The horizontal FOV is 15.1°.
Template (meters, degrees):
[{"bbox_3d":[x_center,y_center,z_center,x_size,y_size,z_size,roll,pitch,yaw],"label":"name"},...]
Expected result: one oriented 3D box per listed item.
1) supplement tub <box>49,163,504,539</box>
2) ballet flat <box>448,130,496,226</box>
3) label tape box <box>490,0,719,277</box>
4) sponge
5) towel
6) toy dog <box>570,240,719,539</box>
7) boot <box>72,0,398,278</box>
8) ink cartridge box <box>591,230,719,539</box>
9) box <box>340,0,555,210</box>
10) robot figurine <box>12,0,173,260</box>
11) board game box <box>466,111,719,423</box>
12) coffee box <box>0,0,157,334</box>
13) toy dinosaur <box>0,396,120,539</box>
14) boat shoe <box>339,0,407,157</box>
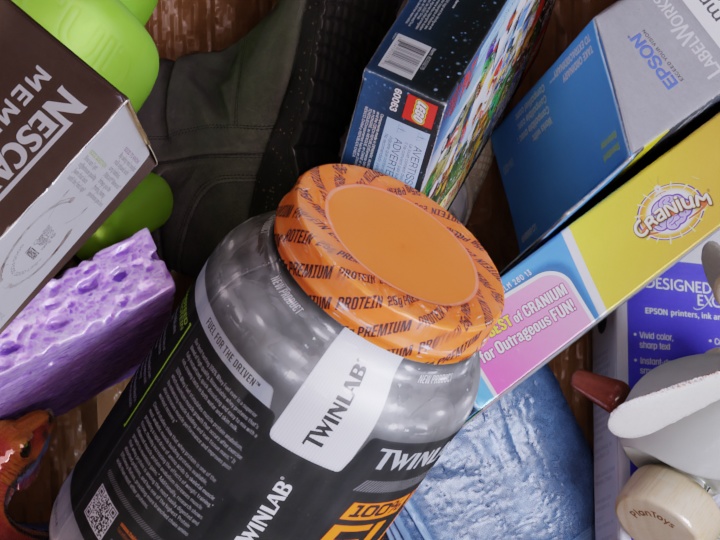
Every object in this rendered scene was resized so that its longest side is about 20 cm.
[{"bbox_3d":[-0.033,0.062,1.097,0.122,0.123,0.200,22,122,-21],"label":"supplement tub"},{"bbox_3d":[0.000,0.000,1.260,0.200,0.062,0.067,-42,135,-5],"label":"ballet flat"},{"bbox_3d":[0.122,-0.080,1.217,0.200,0.144,0.063,-35,85,-24],"label":"label tape box"},{"bbox_3d":[-0.135,0.037,1.159,0.111,0.200,0.030,-28,83,-10],"label":"sponge"},{"bbox_3d":[0.076,0.138,1.324,0.111,0.049,0.200,-29,108,-12],"label":"towel"},{"bbox_3d":[0.149,0.043,1.215,0.096,0.132,0.200,30,133,8],"label":"toy dog"},{"bbox_3d":[-0.063,-0.087,1.196,0.070,0.131,0.201,17,87,-63],"label":"boot"},{"bbox_3d":[0.209,0.061,1.341,0.198,0.043,0.201,6,77,-20],"label":"ink cartridge box"},{"bbox_3d":[0.043,-0.090,1.174,0.038,0.200,0.137,23,138,8],"label":"box"},{"bbox_3d":[-0.162,-0.066,1.141,0.175,0.116,0.200,28,76,9],"label":"robot figurine"},{"bbox_3d":[0.106,-0.001,1.216,0.200,0.153,0.040,-37,86,-12],"label":"board game box"},{"bbox_3d":[-0.186,-0.013,1.025,0.114,0.080,0.200,41,81,14],"label":"coffee box"},{"bbox_3d":[-0.097,0.124,1.206,0.105,0.200,0.181,-55,156,10],"label":"toy dinosaur"},{"bbox_3d":[0.012,-0.144,1.234,0.065,0.074,0.200,26,85,-3],"label":"boat shoe"}]
